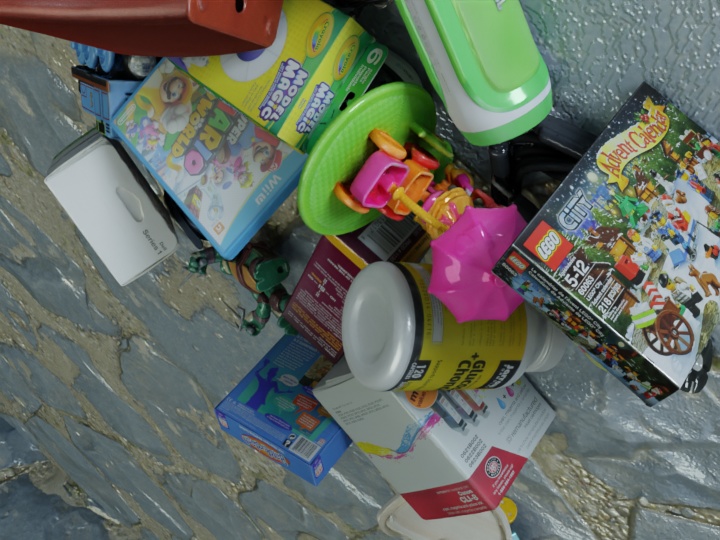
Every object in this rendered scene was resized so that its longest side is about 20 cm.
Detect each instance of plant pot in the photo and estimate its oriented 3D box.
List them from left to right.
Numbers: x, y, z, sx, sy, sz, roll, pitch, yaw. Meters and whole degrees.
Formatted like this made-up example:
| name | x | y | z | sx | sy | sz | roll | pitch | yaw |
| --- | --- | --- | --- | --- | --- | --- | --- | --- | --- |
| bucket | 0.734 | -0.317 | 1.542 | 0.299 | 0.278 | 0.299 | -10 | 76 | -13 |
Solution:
| name | x | y | z | sx | sy | sz | roll | pitch | yaw |
| --- | --- | --- | --- | --- | --- | --- | --- | --- | --- |
| plant pot | -0.157 | -0.267 | 0.715 | 0.174 | 0.200 | 0.203 | 17 | 100 | 20 |

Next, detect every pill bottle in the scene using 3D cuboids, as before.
| name | x | y | z | sx | sy | sz | roll | pitch | yaw |
| --- | --- | --- | --- | --- | --- | --- | --- | --- | --- |
| pill bottle | 0.090 | 0.052 | 0.830 | 0.112 | 0.197 | 0.114 | -9 | 80 | 59 |

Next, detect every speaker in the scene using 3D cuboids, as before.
| name | x | y | z | sx | sy | sz | roll | pitch | yaw |
| --- | --- | --- | --- | --- | --- | --- | --- | --- | --- |
| speaker | 0.075 | -0.198 | 0.677 | 0.088 | 0.088 | 0.202 | 1 | 128 | 47 |

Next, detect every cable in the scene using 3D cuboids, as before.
| name | x | y | z | sx | sy | sz | roll | pitch | yaw |
| --- | --- | --- | --- | --- | --- | --- | --- | --- | --- |
| cable | 0.189 | -0.039 | 0.755 | 0.198 | 0.051 | 0.164 | 30 | 149 | 20 |

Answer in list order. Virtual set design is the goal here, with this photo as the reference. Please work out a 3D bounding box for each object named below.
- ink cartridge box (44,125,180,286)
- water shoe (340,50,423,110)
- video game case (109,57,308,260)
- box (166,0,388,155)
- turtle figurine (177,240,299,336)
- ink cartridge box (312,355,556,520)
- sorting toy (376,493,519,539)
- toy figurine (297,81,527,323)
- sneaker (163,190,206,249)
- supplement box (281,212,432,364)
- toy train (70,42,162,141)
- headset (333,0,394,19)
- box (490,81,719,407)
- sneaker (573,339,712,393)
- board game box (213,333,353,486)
| name | x | y | z | sx | sy | sz | roll | pitch | yaw |
| --- | --- | --- | --- | --- | --- | --- | --- | --- | --- |
| ink cartridge box | -0.286 | -0.083 | 1.052 | 0.147 | 0.084 | 0.200 | 57 | 175 | -19 |
| water shoe | -0.038 | -0.185 | 0.823 | 0.198 | 0.079 | 0.072 | 29 | 144 | 23 |
| video game case | -0.136 | -0.129 | 0.855 | 0.200 | 0.143 | 0.018 | 46 | -173 | 23 |
| box | -0.074 | -0.186 | 0.789 | 0.199 | 0.118 | 0.048 | 37 | -173 | 32 |
| turtle figurine | -0.139 | 0.011 | 1.105 | 0.150 | 0.101 | 0.199 | 43 | 164 | -33 |
| ink cartridge box | 0.079 | 0.144 | 0.997 | 0.200 | 0.145 | 0.144 | 48 | 147 | -7 |
| sorting toy | 0.146 | 0.376 | 1.234 | 0.198 | 0.107 | 0.181 | 19 | 147 | 34 |
| toy figurine | 0.075 | -0.034 | 0.742 | 0.184 | 0.199 | 0.151 | 45 | 109 | 28 |
| sneaker | -0.213 | -0.121 | 1.087 | 0.145 | 0.081 | 0.202 | 3 | 128 | 48 |
| supplement box | 0.000 | 0.000 | 0.957 | 0.085 | 0.110 | 0.200 | 41 | 147 | 6 |
| toy train | -0.261 | -0.206 | 0.985 | 0.199 | 0.086 | 0.116 | 28 | 118 | 56 |
| headset | -0.032 | -0.276 | 0.687 | 0.093 | 0.125 | 0.200 | 9 | 153 | 42 |
| box | 0.197 | -0.026 | 0.626 | 0.136 | 0.200 | 0.038 | 40 | 148 | 5 |
| sneaker | 0.208 | 0.049 | 0.770 | 0.199 | 0.079 | 0.090 | 34 | 163 | -29 |
| board game box | -0.053 | 0.140 | 1.091 | 0.151 | 0.200 | 0.045 | 23 | 144 | 30 |
